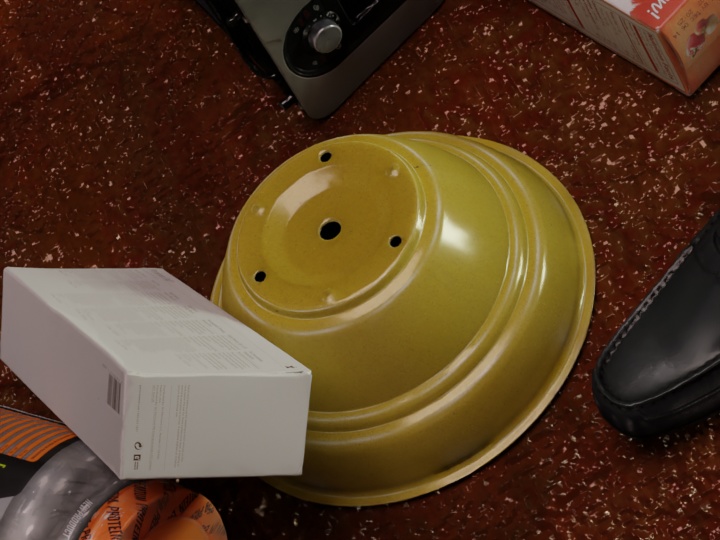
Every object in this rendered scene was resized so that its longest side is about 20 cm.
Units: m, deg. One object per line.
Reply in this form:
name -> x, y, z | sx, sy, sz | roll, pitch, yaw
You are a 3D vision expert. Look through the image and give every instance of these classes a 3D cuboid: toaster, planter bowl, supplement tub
toaster -> -0.063, -0.201, 1.160 | 0.119, 0.181, 0.200 | -39, 51, -5
planter bowl -> 0.000, 0.000, 1.053 | 0.200, 0.083, 0.201 | -14, 54, 20
supplement tub -> -0.165, 0.122, 1.031 | 0.200, 0.123, 0.123 | 12, 65, 33

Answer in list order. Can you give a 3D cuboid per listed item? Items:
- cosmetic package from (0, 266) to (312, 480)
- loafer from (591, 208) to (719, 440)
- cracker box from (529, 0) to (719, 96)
cosmetic package -> -0.096, 0.043, 1.022 | 0.200, 0.082, 0.051 | -151, 62, -64
loafer -> 0.173, -0.011, 0.979 | 0.200, 0.070, 0.068 | -42, 50, -3
cracker box -> 0.129, -0.188, 1.129 | 0.134, 0.058, 0.200 | -47, 51, -8
